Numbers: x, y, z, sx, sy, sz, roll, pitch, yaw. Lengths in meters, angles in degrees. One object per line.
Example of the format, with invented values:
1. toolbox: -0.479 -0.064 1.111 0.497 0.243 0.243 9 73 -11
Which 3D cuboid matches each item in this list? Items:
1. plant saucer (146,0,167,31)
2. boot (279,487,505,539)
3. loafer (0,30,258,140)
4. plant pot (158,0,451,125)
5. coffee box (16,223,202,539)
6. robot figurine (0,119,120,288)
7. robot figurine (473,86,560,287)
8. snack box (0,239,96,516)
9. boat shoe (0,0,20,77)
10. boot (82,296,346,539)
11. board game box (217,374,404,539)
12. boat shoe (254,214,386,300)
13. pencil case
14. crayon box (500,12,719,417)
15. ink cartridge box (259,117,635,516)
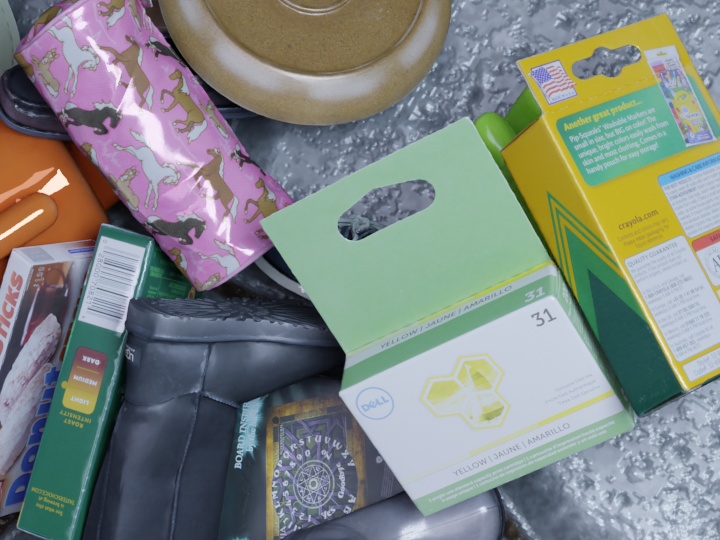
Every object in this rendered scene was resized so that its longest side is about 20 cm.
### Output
1. plant saucer: -0.130 -0.248 1.173 0.197 0.029 0.203 -2 84 15
2. boot: -0.011 0.181 1.013 0.198 0.132 0.070 -25 78 10
3. loafer: -0.139 -0.134 1.093 0.198 0.063 0.073 -8 60 -24
4. plant pot: -0.033 -0.192 1.095 0.197 0.028 0.203 4 69 -11
5. coffee box: -0.158 0.076 1.097 0.043 0.123 0.203 14 89 14
6. robot figurine: -0.246 -0.035 1.122 0.199 0.117 0.144 -33 55 -10
7. robot figurine: 0.142 -0.017 1.031 0.175 0.116 0.201 -32 80 -24
8. snack box: -0.223 0.075 1.103 0.024 0.072 0.202 33 114 28
9. boat shoe: -0.286 -0.182 1.190 0.071 0.060 0.204 -6 85 -26
10. boot: -0.089 0.121 1.062 0.163 0.065 0.203 4 102 -29
11. board game box: -0.035 0.169 1.103 0.133 0.028 0.203 7 86 15
12. boat shoe: 0.000 0.000 1.065 0.199 0.074 0.063 35 115 41
13. pencil case: -0.122 -0.083 1.027 0.086 0.083 0.201 -32 102 17
14. crayon box: 0.165 -0.034 0.946 0.125 0.052 0.202 -20 79 -33
15. ink cartridge box: 0.049 0.032 0.954 0.144 0.048 0.201 -25 116 20
